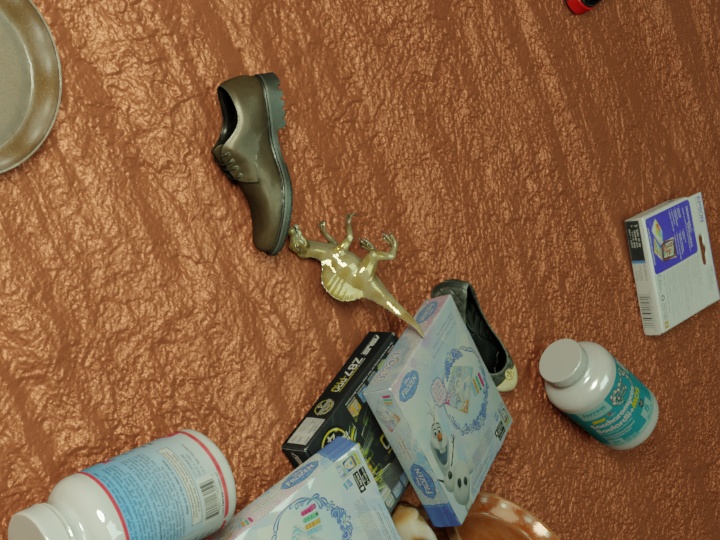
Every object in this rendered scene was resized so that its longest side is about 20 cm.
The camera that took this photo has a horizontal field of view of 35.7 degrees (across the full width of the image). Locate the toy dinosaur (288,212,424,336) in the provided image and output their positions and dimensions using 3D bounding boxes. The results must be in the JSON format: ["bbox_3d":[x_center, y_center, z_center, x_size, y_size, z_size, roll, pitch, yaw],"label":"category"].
[{"bbox_3d":[0.000,0.000,1.329,0.200,0.058,0.101,35,59,-7],"label":"toy dinosaur"}]

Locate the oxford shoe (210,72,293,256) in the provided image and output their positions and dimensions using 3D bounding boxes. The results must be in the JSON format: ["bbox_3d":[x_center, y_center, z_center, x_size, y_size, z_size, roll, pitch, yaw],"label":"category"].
[{"bbox_3d":[-0.125,-0.113,1.228,0.084,0.073,0.200,-10,92,-28],"label":"oxford shoe"}]

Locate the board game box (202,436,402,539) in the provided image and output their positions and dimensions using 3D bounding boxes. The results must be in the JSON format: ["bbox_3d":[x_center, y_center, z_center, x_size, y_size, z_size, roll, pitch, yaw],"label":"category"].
[{"bbox_3d":[-0.051,0.322,1.240,0.199,0.043,0.200,-35,115,-26],"label":"board game box"}]

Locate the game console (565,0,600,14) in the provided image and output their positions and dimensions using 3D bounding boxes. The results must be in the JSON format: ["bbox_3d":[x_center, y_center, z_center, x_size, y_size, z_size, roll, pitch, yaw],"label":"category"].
[{"bbox_3d":[0.356,-0.512,1.758,0.200,0.031,0.177,-41,111,-39],"label":"game console"}]

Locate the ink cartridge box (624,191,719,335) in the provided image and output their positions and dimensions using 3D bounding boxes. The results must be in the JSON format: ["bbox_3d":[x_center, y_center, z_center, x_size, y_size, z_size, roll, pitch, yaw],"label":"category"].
[{"bbox_3d":[0.524,-0.015,1.876,0.200,0.043,0.199,-20,102,-42],"label":"ink cartridge box"}]

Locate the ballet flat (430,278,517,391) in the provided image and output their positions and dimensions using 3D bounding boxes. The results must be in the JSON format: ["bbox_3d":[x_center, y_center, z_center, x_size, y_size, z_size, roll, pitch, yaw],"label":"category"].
[{"bbox_3d":[0.159,0.092,1.494,0.200,0.057,0.067,54,54,-28],"label":"ballet flat"}]

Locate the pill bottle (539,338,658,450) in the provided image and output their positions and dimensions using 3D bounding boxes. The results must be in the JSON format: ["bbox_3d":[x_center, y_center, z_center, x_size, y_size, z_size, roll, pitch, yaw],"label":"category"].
[{"bbox_3d":[0.343,0.176,1.634,0.200,0.111,0.111,38,62,-36],"label":"pill bottle"}]

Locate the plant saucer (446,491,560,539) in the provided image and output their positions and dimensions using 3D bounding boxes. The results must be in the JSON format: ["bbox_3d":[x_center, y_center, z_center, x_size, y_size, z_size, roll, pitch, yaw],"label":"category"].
[{"bbox_3d":[0.196,0.368,1.443,0.200,0.200,0.032,7,124,-45],"label":"plant saucer"}]

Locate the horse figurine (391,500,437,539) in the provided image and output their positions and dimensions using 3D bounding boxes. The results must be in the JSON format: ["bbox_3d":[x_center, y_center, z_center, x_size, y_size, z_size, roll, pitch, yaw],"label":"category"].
[{"bbox_3d":[0.081,0.333,1.337,0.050,0.200,0.133,-39,121,1],"label":"horse figurine"}]

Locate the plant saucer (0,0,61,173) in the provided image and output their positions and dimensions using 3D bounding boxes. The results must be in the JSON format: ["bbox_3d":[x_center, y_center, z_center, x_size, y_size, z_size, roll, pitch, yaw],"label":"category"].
[{"bbox_3d":[-0.365,-0.182,1.007,0.200,0.032,0.201,4,84,-46],"label":"plant saucer"}]

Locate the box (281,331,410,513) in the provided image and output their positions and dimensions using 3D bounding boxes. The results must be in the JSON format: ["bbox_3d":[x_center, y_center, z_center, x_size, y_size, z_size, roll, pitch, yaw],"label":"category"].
[{"bbox_3d":[0.010,0.197,1.344,0.200,0.049,0.161,-50,124,-35],"label":"box"}]

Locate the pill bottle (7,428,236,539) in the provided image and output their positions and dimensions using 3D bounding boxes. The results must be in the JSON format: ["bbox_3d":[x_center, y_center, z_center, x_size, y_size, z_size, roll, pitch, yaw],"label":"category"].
[{"bbox_3d":[-0.225,0.232,1.064,0.200,0.109,0.109,-18,100,-44],"label":"pill bottle"}]

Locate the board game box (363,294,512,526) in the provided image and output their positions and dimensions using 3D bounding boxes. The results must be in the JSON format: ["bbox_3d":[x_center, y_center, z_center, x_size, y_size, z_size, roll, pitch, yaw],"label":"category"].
[{"bbox_3d":[0.099,0.166,1.353,0.199,0.043,0.200,64,36,-20],"label":"board game box"}]
